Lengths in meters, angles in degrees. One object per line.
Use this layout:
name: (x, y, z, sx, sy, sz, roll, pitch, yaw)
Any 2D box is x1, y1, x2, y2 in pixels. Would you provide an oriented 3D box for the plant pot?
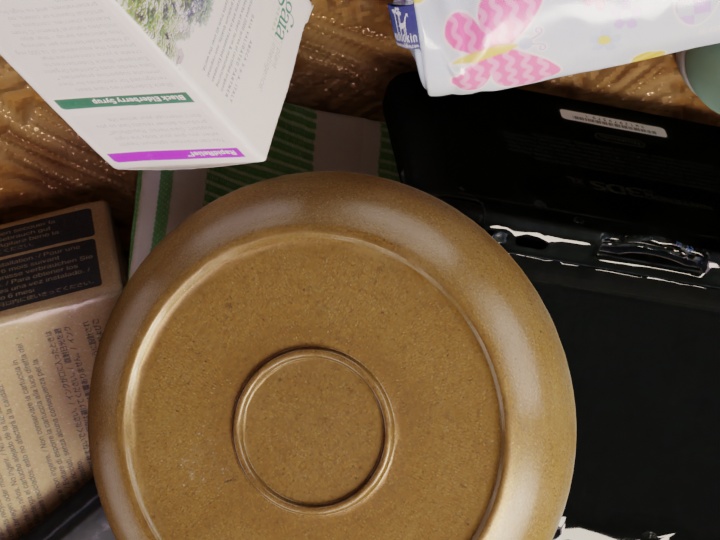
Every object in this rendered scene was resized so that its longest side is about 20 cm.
plant pot: (-0.016, 0.062, 1.028, 0.199, 0.027, 0.201, 1, 92, 14)

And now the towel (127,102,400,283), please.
towel: (0.000, 0.000, 1.118, 0.199, 0.153, 0.023, 9, 153, -13)

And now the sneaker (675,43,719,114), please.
sneaker: (0.242, -0.063, 1.118, 0.199, 0.118, 0.074, 3, 117, -12)

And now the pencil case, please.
pencil case: (0.107, -0.132, 1.077, 0.199, 0.083, 0.091, -11, 107, -1)

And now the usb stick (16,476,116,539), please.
usb stick: (-0.101, 0.109, 1.143, 0.200, 0.033, 0.055, -40, 123, 16)

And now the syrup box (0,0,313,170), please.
syrup box: (-0.105, -0.123, 1.000, 0.081, 0.079, 0.200, -1, 150, 31)

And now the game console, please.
game console: (0.101, 0.020, 1.112, 0.199, 0.176, 0.117, 10, 122, -15)

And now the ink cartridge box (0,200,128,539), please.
ink cartridge box: (-0.164, 0.082, 1.176, 0.164, 0.075, 0.201, -13, 129, -1)
